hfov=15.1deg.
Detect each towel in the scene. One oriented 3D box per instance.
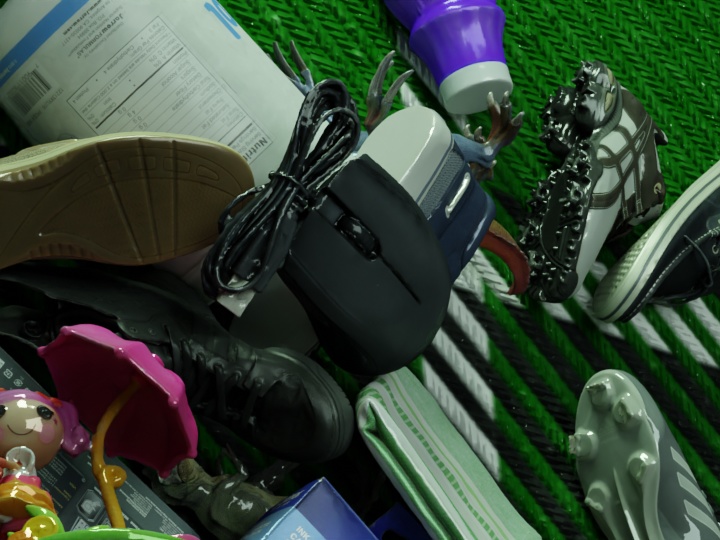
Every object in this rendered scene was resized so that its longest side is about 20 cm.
[{"bbox_3d":[0.053,0.122,1.541,0.153,0.023,0.200,53,9,1],"label":"towel"}]

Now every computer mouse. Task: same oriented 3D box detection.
[{"bbox_3d":[0.000,0.000,1.501,0.139,0.053,0.200,-59,144,-13],"label":"computer mouse"}]

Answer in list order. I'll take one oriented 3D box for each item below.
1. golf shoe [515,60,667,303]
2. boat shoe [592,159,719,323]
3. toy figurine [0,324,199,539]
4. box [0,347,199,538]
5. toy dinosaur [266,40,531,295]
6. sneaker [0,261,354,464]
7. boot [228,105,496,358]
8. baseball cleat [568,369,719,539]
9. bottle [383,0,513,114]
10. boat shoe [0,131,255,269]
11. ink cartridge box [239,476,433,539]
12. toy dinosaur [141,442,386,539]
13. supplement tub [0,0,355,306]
[{"bbox_3d":[0.162,-0.048,1.780,0.094,0.078,0.201,33,48,-19],"label":"golf shoe"},{"bbox_3d":[0.217,-0.012,1.806,0.062,0.075,0.200,47,38,4],"label":"boat shoe"},{"bbox_3d":[-0.150,0.110,1.334,0.199,0.151,0.185,-1,44,-6],"label":"toy figurine"},{"bbox_3d":[-0.197,0.130,1.387,0.200,0.051,0.158,43,44,-10],"label":"box"},{"bbox_3d":[0.011,-0.063,1.663,0.181,0.105,0.201,-18,86,-26],"label":"toy dinosaur"},{"bbox_3d":[-0.106,0.052,1.464,0.199,0.060,0.104,34,26,26],"label":"sneaker"},{"bbox_3d":[0.007,0.005,1.605,0.200,0.073,0.090,-52,128,-18],"label":"boot"},{"bbox_3d":[0.195,0.157,1.693,0.106,0.070,0.201,-4,75,-48],"label":"baseball cleat"},{"bbox_3d":[0.049,-0.201,1.794,0.083,0.065,0.201,-1,64,-39],"label":"bottle"},{"bbox_3d":[-0.157,-0.040,1.462,0.199,0.065,0.072,-6,105,-9],"label":"boat shoe"},{"bbox_3d":[-0.032,0.207,1.429,0.137,0.076,0.200,48,55,-4],"label":"ink cartridge box"},{"bbox_3d":[-0.037,0.134,1.521,0.200,0.047,0.088,39,60,-14],"label":"toy dinosaur"},{"bbox_3d":[-0.113,-0.092,1.543,0.200,0.132,0.132,47,44,-6],"label":"supplement tub"}]
